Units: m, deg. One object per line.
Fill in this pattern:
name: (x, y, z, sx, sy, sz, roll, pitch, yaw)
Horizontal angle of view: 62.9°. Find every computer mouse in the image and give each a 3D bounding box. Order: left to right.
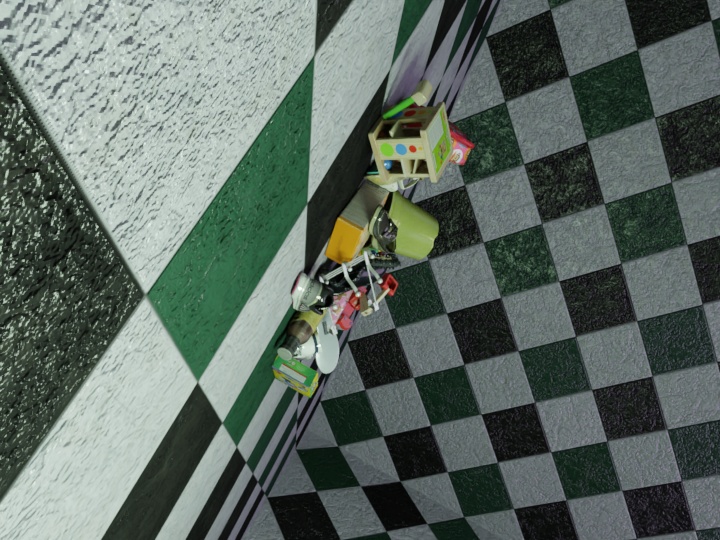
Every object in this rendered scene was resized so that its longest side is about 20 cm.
computer mouse: (-0.104, 0.035, 1.530, 0.200, 0.033, 0.060, 114, -21, -76)

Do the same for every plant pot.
plant pot: (0.114, -0.123, 1.669, 0.201, 0.182, 0.203, -48, -150, 39)

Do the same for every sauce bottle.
sauce bottle: (-0.139, 0.133, 1.430, 0.201, 0.064, 0.065, -59, 173, -47)

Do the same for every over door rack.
over door rack: (-0.018, 0.062, 1.443, 0.146, 0.067, 0.202, -28, 136, -22)

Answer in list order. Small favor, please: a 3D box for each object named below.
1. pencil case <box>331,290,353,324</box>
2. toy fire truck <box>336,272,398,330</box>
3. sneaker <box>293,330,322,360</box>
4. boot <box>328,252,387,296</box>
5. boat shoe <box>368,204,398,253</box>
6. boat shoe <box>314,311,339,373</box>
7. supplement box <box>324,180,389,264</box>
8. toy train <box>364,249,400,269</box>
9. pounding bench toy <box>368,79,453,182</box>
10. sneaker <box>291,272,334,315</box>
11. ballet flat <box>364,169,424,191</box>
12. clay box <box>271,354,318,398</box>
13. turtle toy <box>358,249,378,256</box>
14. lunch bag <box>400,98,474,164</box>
pencil case: (-0.094, 0.111, 1.659, 0.202, 0.082, 0.087, -62, -173, -21)
toy fire truck: (0.005, 0.091, 1.690, 0.140, 0.049, 0.201, 16, -113, 51)
sneaker: (-0.162, 0.198, 1.532, 0.079, 0.078, 0.200, -15, 169, -22)
boot: (0.000, 0.000, 1.565, 0.197, 0.077, 0.168, -25, 173, -13)
boat shoe: (0.063, -0.100, 1.461, 0.074, 0.064, 0.200, -61, 166, -13)
boat shoe: (-0.101, 0.170, 1.569, 0.056, 0.067, 0.204, -172, -105, -66)
supplement box: (-0.006, -0.119, 1.480, 0.201, 0.073, 0.127, -58, 173, -48)
toy train: (0.060, -0.029, 1.563, 0.034, 0.047, 0.199, -24, 170, 21)
pounding bench toy: (0.097, -0.312, 1.288, 0.125, 0.153, 0.202, -58, 142, -39)
sneaker: (-0.103, 0.065, 1.333, 0.075, 0.086, 0.200, -62, 175, -13)
ballet flat: (0.095, -0.239, 1.522, 0.198, 0.071, 0.071, -21, 147, -37)
clay box: (-0.170, 0.281, 1.552, 0.048, 0.114, 0.201, -60, 173, -21)
turtle toy: (0.026, -0.074, 1.842, 0.146, 0.099, 0.203, 104, 6, -68)
lunch bag: (0.171, -0.347, 1.459, 0.174, 0.200, 0.083, 15, 116, -40)
